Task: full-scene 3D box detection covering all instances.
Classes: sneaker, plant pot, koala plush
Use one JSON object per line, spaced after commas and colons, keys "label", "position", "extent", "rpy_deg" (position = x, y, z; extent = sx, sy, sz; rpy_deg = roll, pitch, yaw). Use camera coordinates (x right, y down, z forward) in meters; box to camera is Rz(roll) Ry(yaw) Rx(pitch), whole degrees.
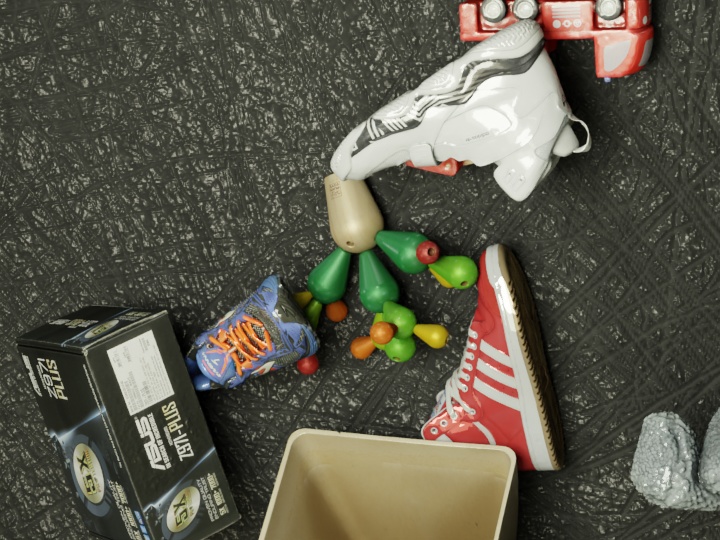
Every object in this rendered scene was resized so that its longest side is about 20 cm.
{"label": "sneaker", "position": [0.077, -0.095, 1.276], "extent": [0.199, 0.075, 0.115], "rpy_deg": [-31, 95, 23]}
{"label": "plant pot", "position": [0.032, 0.271, 1.403], "extent": [0.199, 0.201, 0.177], "rpy_deg": [3, 145, 19]}
{"label": "koala plush", "position": [0.325, 0.085, 1.260], "extent": [0.177, 0.183, 0.201], "rpy_deg": [13, 102, 50]}
{"label": "sneaker", "position": [0.096, 0.079, 1.388], "extent": [0.112, 0.071, 0.201], "rpy_deg": [-8, 107, 20]}
{"label": "sneaker", "position": [-0.095, 0.065, 1.400], "extent": [0.076, 0.078, 0.200], "rpy_deg": [54, 153, 3]}

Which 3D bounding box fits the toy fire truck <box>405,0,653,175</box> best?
{"label": "toy fire truck", "position": [0.130, -0.148, 1.307], "extent": [0.199, 0.049, 0.142], "rpy_deg": [2, 109, 20]}

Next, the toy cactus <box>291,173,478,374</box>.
{"label": "toy cactus", "position": [0.000, 0.000, 1.388], "extent": [0.200, 0.102, 0.166], "rpy_deg": [-22, 83, 46]}

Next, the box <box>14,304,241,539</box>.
{"label": "box", "position": [-0.207, 0.138, 1.476], "extent": [0.163, 0.086, 0.201], "rpy_deg": [3, 114, 58]}
